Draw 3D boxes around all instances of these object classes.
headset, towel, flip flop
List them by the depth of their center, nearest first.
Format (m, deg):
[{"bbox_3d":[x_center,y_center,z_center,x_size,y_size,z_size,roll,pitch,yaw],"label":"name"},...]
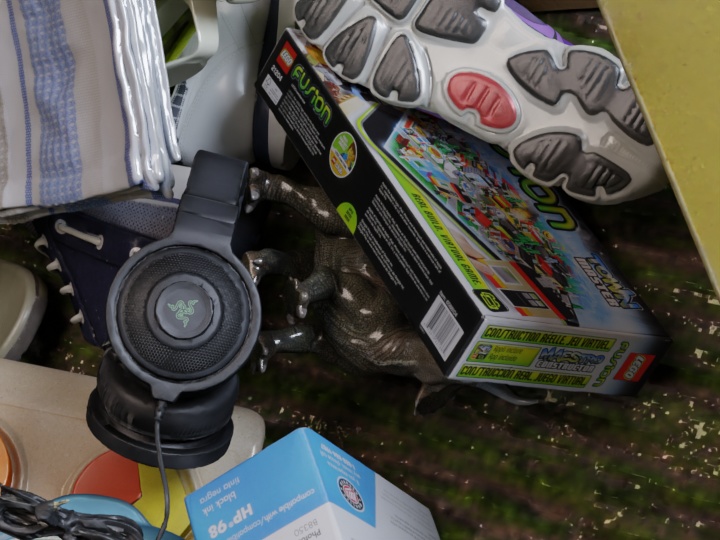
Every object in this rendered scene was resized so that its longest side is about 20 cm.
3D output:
[{"bbox_3d":[-0.094,0.037,1.103,0.094,0.124,0.200,13,53,-3],"label":"headset"},{"bbox_3d":[-0.157,-0.096,1.208,0.200,0.024,0.147,-8,91,50],"label":"towel"},{"bbox_3d":[-0.242,0.010,1.321,0.200,0.058,0.081,21,78,37],"label":"flip flop"}]

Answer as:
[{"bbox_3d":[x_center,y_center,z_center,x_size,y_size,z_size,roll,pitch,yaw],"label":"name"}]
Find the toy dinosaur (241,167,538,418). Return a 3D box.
[{"bbox_3d":[0.000,0.000,1.168,0.200,0.102,0.077,-111,34,-43],"label":"toy dinosaur"}]

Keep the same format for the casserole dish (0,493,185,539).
[{"bbox_3d":[-0.128,0.192,1.111,0.121,0.039,0.201,6,75,-1],"label":"casserole dish"}]

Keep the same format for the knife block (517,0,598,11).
[{"bbox_3d":[0.085,-0.185,1.145,0.200,0.176,0.064,1,68,31],"label":"knife block"}]

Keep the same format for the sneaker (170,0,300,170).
[{"bbox_3d":[-0.063,-0.144,1.266,0.080,0.076,0.200,1,64,7],"label":"sneaker"}]

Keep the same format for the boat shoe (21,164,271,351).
[{"bbox_3d":[-0.134,-0.008,1.259,0.200,0.075,0.093,8,85,44],"label":"boat shoe"}]

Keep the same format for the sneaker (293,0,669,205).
[{"bbox_3d":[0.053,-0.091,1.150,0.200,0.083,0.081,38,95,12],"label":"sneaker"}]

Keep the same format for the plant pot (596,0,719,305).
[{"bbox_3d":[0.230,-0.034,0.981,0.200,0.196,0.195,-23,56,9],"label":"plant pot"}]

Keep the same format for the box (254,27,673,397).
[{"bbox_3d":[0.042,-0.027,1.128,0.035,0.110,0.200,-59,45,28],"label":"box"}]

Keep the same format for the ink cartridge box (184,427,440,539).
[{"bbox_3d":[0.006,0.177,1.049,0.067,0.116,0.200,-31,54,15],"label":"ink cartridge box"}]

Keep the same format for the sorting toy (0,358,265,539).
[{"bbox_3d":[-0.150,0.135,1.163,0.185,0.036,0.200,11,68,1],"label":"sorting toy"}]

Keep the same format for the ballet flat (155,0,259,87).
[{"bbox_3d":[-0.073,-0.137,1.168,0.200,0.067,0.067,-45,60,41],"label":"ballet flat"}]
